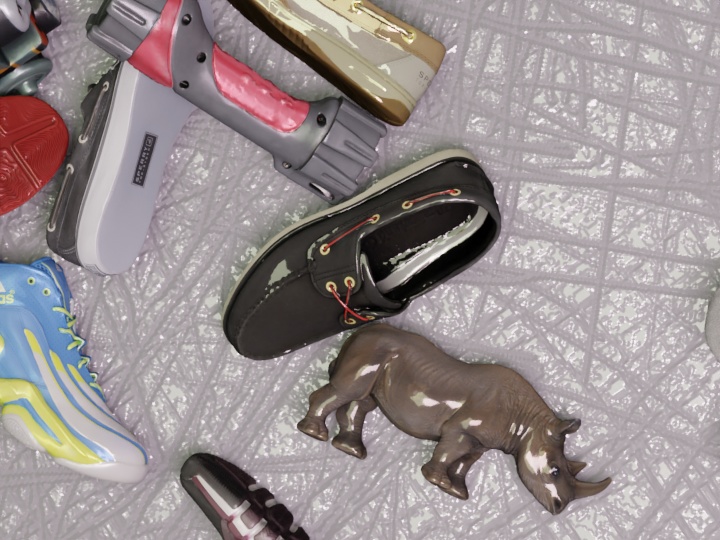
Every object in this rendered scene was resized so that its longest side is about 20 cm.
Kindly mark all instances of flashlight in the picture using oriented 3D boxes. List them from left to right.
[{"bbox_3d":[-0.076,-0.124,1.544,0.199,0.068,0.068,31,67,-15],"label":"flashlight"}]

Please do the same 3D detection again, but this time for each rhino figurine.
[{"bbox_3d":[0.066,0.098,1.548,0.199,0.060,0.088,21,83,8],"label":"rhino figurine"}]

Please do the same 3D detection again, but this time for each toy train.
[{"bbox_3d":[-0.290,-0.126,1.597,0.199,0.114,0.086,-31,84,9],"label":"toy train"}]

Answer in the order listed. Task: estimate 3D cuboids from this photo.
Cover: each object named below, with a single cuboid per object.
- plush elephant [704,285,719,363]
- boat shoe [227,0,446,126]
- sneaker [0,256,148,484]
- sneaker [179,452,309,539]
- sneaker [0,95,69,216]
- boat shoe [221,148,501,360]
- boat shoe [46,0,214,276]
[{"bbox_3d":[0.295,0.063,1.461,0.164,0.200,0.156,-4,70,18],"label":"plush elephant"},{"bbox_3d":[-0.031,-0.176,1.574,0.200,0.074,0.066,40,84,8],"label":"boat shoe"},{"bbox_3d":[-0.207,0.054,1.597,0.199,0.076,0.105,32,94,11],"label":"sneaker"},{"bbox_3d":[-0.070,0.221,1.568,0.200,0.076,0.116,46,100,8],"label":"sneaker"},{"bbox_3d":[-0.289,-0.043,1.614,0.199,0.115,0.079,-33,93,-21],"label":"sneaker"},{"bbox_3d":[-0.001,-0.002,1.553,0.201,0.063,0.074,-31,124,9],"label":"boat shoe"},{"bbox_3d":[-0.156,-0.096,1.598,0.066,0.070,0.201,13,86,35],"label":"boat shoe"}]
